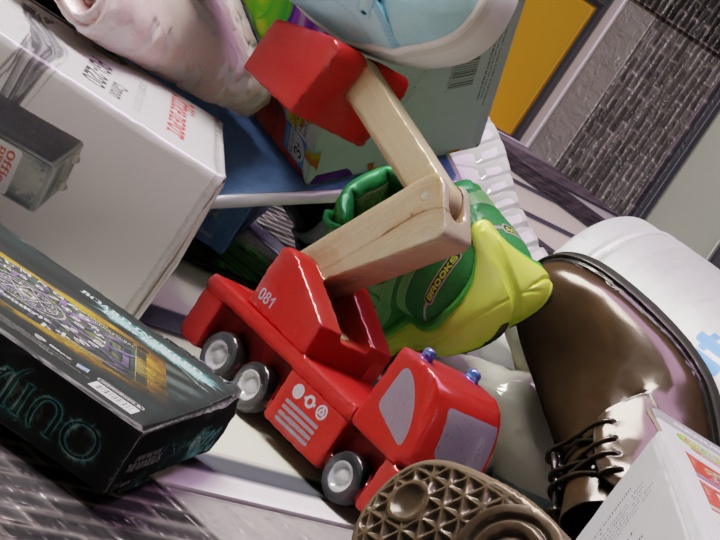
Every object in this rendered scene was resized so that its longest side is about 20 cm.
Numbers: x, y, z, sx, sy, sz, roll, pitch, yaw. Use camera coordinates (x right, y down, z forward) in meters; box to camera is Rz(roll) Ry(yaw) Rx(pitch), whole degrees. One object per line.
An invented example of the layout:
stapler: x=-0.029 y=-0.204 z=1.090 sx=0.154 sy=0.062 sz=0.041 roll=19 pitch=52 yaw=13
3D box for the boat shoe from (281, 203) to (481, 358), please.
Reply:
boat shoe: x=-0.009 y=-0.026 z=1.269 sx=0.072 sy=0.070 sz=0.201 roll=-27 pitch=88 yaw=-48

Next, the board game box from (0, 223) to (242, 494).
board game box: x=-0.140 y=0.002 z=0.830 sx=0.200 sy=0.028 sz=0.135 roll=34 pitch=8 yaw=8

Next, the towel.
towel: x=-0.107 y=-0.169 z=1.082 sx=0.191 sy=0.032 sz=0.200 roll=70 pitch=15 yaw=13

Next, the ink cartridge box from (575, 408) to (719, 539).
ink cartridge box: x=0.176 y=0.156 z=0.945 sx=0.200 sy=0.084 sz=0.176 roll=33 pitch=12 yaw=-7

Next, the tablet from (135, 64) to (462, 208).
tablet: x=-0.061 y=-0.074 z=1.194 sx=0.200 sy=0.014 sz=0.130 roll=-4 pitch=45 yaw=-21

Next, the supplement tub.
supplement tub: x=0.183 y=0.074 z=1.316 sx=0.200 sy=0.132 sz=0.132 roll=39 pitch=9 yaw=35

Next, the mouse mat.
mouse mat: x=-0.103 y=-0.039 z=1.298 sx=0.161 sy=0.008 sz=0.200 roll=25 pitch=13 yaw=-49

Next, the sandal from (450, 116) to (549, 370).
sandal: x=0.041 y=-0.020 z=1.222 sx=0.082 sy=0.050 sz=0.203 roll=-3 pitch=49 yaw=-25

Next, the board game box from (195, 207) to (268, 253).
board game box: x=-0.115 y=-0.074 z=1.305 sx=0.151 sy=0.037 sz=0.200 roll=34 pitch=9 yaw=-1

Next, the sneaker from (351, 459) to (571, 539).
sneaker: x=0.072 y=0.141 z=0.780 sx=0.200 sy=0.070 sz=0.076 roll=44 pitch=-7 yaw=36

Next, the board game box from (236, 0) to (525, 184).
board game box: x=-0.024 y=-0.151 z=1.202 sx=0.103 sy=0.105 sz=0.200 roll=-14 pitch=49 yaw=-30

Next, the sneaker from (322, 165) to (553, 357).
sneaker: x=0.017 y=-0.005 z=1.097 sx=0.200 sy=0.074 sz=0.084 roll=-12 pitch=-78 yaw=62

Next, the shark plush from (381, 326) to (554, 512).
shark plush: x=0.100 y=0.091 z=1.142 sx=0.200 sy=0.091 sz=0.083 roll=28 pitch=-23 yaw=-3

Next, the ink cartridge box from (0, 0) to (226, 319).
ink cartridge box: x=-0.156 y=-0.068 z=0.990 sx=0.200 sy=0.085 sz=0.146 roll=35 pitch=8 yaw=-10

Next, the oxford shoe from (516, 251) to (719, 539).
oxford shoe: x=0.110 y=0.076 z=1.045 sx=0.084 sy=0.073 sz=0.200 roll=4 pitch=53 yaw=-48

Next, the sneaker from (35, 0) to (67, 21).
sneaker: x=-0.154 y=-0.172 z=1.152 sx=0.071 sy=0.200 sz=0.098 roll=25 pitch=-20 yaw=-33

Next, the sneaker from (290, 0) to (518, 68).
sneaker: x=-0.025 y=-0.142 z=1.028 sx=0.200 sy=0.074 sz=0.082 roll=29 pitch=8 yaw=39

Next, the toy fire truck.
toy fire truck: x=0.000 y=0.000 z=0.990 sx=0.049 sy=0.141 sz=0.200 roll=25 pitch=12 yaw=-46
